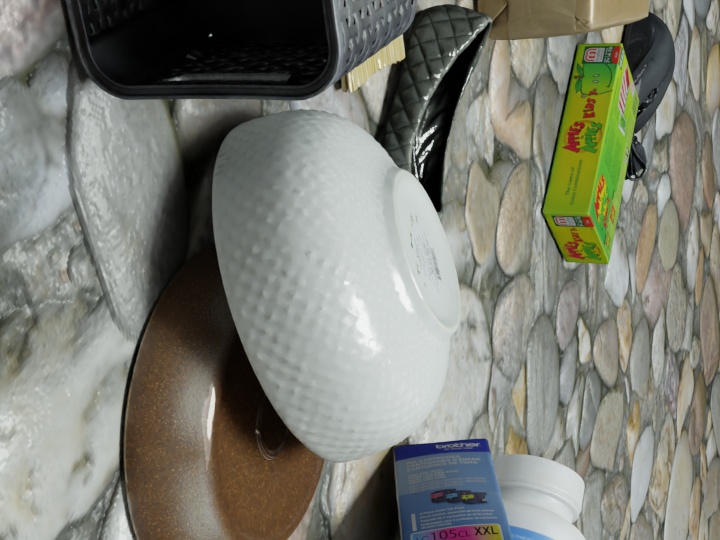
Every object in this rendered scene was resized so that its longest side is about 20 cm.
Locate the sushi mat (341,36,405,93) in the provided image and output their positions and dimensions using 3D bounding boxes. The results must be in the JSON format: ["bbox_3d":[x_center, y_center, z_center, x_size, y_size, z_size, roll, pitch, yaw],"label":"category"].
[{"bbox_3d":[-0.001,-0.224,0.881,0.096,0.012,0.200,-39,127,-56],"label":"sushi mat"}]

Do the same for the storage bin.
[{"bbox_3d":[-0.061,-0.185,0.603,0.094,0.135,0.200,-45,133,-55],"label":"storage bin"}]

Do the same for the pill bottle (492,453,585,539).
[{"bbox_3d":[0.121,0.254,1.095,0.112,0.112,0.200,59,42,-51],"label":"pill bottle"}]

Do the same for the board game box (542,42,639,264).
[{"bbox_3d":[0.235,-0.118,1.374,0.102,0.048,0.200,54,45,-54],"label":"board game box"}]

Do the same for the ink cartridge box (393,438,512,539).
[{"bbox_3d":[0.065,0.207,0.955,0.200,0.076,0.137,-98,-177,-72],"label":"ink cartridge box"}]

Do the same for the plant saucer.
[{"bbox_3d":[-0.062,0.083,0.762,0.200,0.037,0.200,3,90,-65],"label":"plant saucer"}]

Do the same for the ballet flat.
[{"bbox_3d":[0.051,-0.096,0.958,0.066,0.057,0.200,31,65,-62],"label":"ballet flat"}]

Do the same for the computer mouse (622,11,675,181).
[{"bbox_3d":[0.328,-0.213,1.559,0.139,0.053,0.200,57,43,-51],"label":"computer mouse"}]

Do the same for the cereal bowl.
[{"bbox_3d":[0.000,0.000,0.757,0.200,0.083,0.200,55,24,-41],"label":"cereal bowl"}]

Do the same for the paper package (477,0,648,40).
[{"bbox_3d":[0.174,-0.296,1.150,0.200,0.103,0.191,-30,122,-62],"label":"paper package"}]
